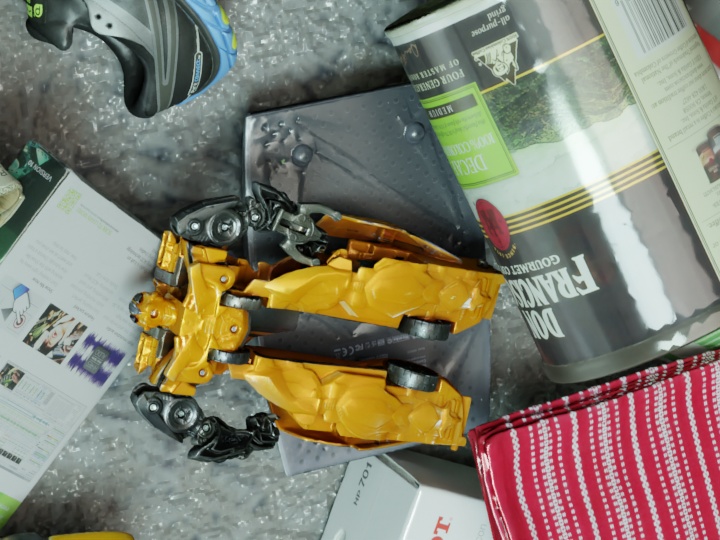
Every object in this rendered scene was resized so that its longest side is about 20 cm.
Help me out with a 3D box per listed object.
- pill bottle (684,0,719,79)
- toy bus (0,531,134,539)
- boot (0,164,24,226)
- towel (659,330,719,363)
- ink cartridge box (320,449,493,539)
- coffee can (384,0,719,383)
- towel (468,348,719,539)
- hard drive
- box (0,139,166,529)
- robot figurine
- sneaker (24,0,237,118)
[{"bbox_3d":[0.246,-0.162,1.448,0.200,0.114,0.114,-47,116,-5],"label":"pill bottle"},{"bbox_3d":[-0.209,0.181,1.359,0.199,0.078,0.065,-7,67,-12],"label":"toy bus"},{"bbox_3d":[-0.207,-0.095,1.251,0.155,0.072,0.200,44,99,13],"label":"boot"},{"bbox_3d":[0.233,-0.001,1.469,0.152,0.023,0.200,26,136,-26],"label":"towel"},{"bbox_3d":[0.075,0.195,1.491,0.199,0.086,0.147,16,98,-28],"label":"ink cartridge box"},{"bbox_3d":[0.119,-0.064,1.355,0.146,0.146,0.201,-28,97,-13],"label":"coffee can"},{"bbox_3d":[0.150,0.131,1.449,0.199,0.022,0.145,-15,94,-35],"label":"towel"},{"bbox_3d":[0.000,0.000,1.429,0.134,0.042,0.201,-13,109,-19],"label":"hard drive"},{"bbox_3d":[-0.181,0.046,1.333,0.200,0.036,0.144,-54,149,-3],"label":"box"},{"bbox_3d":[-0.029,0.031,1.369,0.199,0.058,0.146,10,100,-25],"label":"robot figurine"},{"bbox_3d":[-0.141,-0.156,1.312,0.083,0.071,0.200,-42,116,-7],"label":"sneaker"}]
